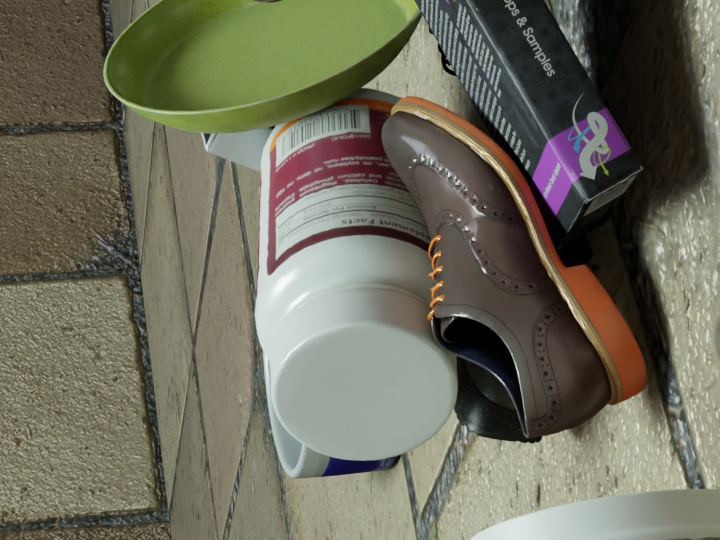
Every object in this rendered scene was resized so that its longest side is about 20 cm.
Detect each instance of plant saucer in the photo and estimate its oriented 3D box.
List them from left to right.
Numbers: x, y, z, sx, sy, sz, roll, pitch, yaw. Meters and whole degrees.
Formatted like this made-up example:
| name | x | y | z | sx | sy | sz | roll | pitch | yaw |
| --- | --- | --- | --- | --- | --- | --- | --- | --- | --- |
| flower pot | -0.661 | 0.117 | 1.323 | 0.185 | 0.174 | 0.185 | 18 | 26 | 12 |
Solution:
| name | x | y | z | sx | sy | sz | roll | pitch | yaw |
| --- | --- | --- | --- | --- | --- | --- | --- | --- | --- |
| plant saucer | -0.052 | -0.134 | 1.109 | 0.200 | 0.199 | 0.031 | -113 | 5 | -58 |

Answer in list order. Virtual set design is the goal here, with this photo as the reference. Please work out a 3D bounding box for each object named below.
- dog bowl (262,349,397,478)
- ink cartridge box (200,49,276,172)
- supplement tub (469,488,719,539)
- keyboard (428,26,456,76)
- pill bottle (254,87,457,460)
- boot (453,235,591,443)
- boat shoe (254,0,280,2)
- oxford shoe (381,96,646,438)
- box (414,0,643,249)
| name | x | y | z | sx | sy | sz | roll | pitch | yaw |
| --- | --- | --- | --- | --- | --- | --- | --- | --- | --- |
| dog bowl | -0.023 | 0.060 | 1.480 | 0.200 | 0.078 | 0.201 | 178 | 90 | -78 |
| ink cartridge box | -0.009 | -0.072 | 1.172 | 0.037 | 0.199 | 0.095 | -58 | 26 | 20 |
| supplement tub | 0.115 | 0.197 | 0.735 | 0.145 | 0.144 | 0.201 | 118 | 147 | -67 |
| keyboard | 0.061 | -0.177 | 1.140 | 0.200 | 0.039 | 0.105 | 172 | 96 | -78 |
| pill bottle | 0.000 | 0.000 | 1.033 | 0.200 | 0.114 | 0.114 | -92 | 7 | -50 |
| boot | 0.082 | -0.001 | 1.074 | 0.200 | 0.067 | 0.131 | -118 | 40 | -62 |
| boat shoe | -0.028 | -0.202 | 0.944 | 0.200 | 0.072 | 0.072 | -55 | 14 | 44 |
| oxford shoe | 0.057 | -0.006 | 0.935 | 0.200 | 0.072 | 0.071 | 54 | 165 | 29 |
| box | 0.065 | -0.113 | 0.910 | 0.200 | 0.036 | 0.143 | 60 | 177 | 7 |
